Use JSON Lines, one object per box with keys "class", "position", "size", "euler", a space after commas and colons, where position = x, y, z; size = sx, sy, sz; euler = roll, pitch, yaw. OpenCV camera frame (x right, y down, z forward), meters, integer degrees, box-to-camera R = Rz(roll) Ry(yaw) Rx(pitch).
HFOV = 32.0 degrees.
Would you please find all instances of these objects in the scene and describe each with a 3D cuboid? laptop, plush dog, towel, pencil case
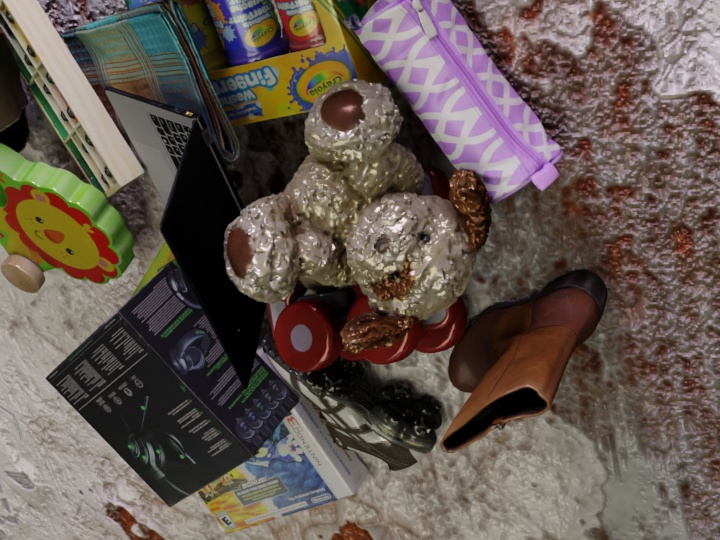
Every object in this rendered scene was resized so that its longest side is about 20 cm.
{"class": "laptop", "position": [-0.156, -0.031, 1.060], "size": [0.200, 0.116, 0.188], "euler": [22, 146, 39]}
{"class": "plush dog", "position": [0.014, -0.030, 1.021], "size": [0.172, 0.160, 0.200], "euler": [40, 100, 18]}
{"class": "towel", "position": [-0.188, -0.156, 1.102], "size": [0.200, 0.022, 0.147], "euler": [3, 121, 52]}
{"class": "pencil case", "position": [0.080, -0.148, 1.008], "size": [0.200, 0.084, 0.085], "euler": [50, 160, -12]}

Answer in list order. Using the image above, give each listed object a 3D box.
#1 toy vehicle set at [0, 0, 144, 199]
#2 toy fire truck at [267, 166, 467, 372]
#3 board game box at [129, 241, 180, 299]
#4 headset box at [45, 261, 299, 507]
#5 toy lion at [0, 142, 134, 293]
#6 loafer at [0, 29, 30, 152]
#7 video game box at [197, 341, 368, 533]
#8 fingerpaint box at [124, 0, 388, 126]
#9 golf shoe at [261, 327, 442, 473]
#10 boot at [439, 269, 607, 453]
{"class": "toy vehicle set", "position": [-0.276, -0.162, 1.172], "size": [0.200, 0.026, 0.124], "euler": [58, 161, -7]}
{"class": "toy fire truck", "position": [0.000, 0.000, 1.144], "size": [0.199, 0.112, 0.169], "euler": [-8, 89, 33]}
{"class": "board game box", "position": [-0.163, 0.017, 1.262], "size": [0.101, 0.048, 0.200], "euler": [39, 129, 1]}
{"class": "headset box", "position": [-0.182, 0.121, 1.238], "size": [0.200, 0.093, 0.174], "euler": [47, 136, -6]}
{"class": "toy lion", "position": [-0.325, -0.059, 1.247], "size": [0.191, 0.069, 0.200], "euler": [-15, 126, 47]}
{"class": "loafer", "position": [-0.344, -0.174, 1.188], "size": [0.071, 0.073, 0.200], "euler": [41, 163, 9]}
{"class": "video game box", "position": [-0.117, 0.181, 1.342], "size": [0.200, 0.047, 0.183], "euler": [-25, 103, 36]}
{"class": "fingerpaint box", "position": [-0.092, -0.215, 1.065], "size": [0.199, 0.073, 0.167], "euler": [-6, 116, 31]}
{"class": "golf shoe", "position": [-0.021, 0.134, 1.242], "size": [0.200, 0.078, 0.095], "euler": [33, 129, 7]}
{"class": "boot", "position": [0.117, 0.099, 1.068], "size": [0.188, 0.200, 0.069], "euler": [-27, 104, 37]}
